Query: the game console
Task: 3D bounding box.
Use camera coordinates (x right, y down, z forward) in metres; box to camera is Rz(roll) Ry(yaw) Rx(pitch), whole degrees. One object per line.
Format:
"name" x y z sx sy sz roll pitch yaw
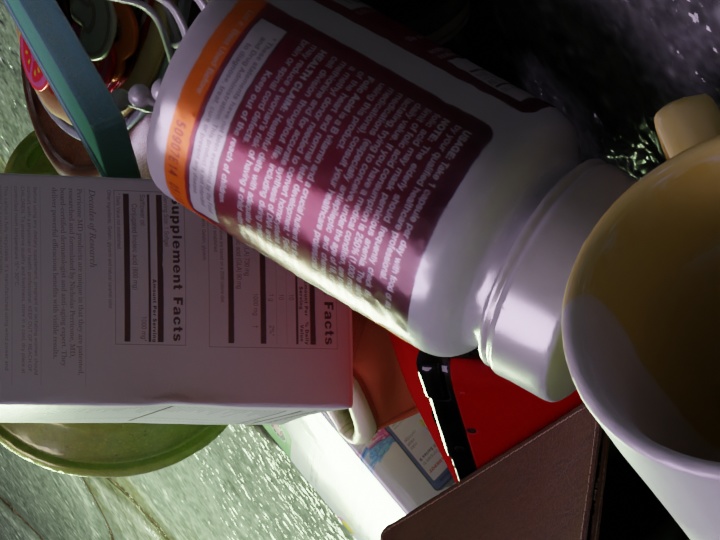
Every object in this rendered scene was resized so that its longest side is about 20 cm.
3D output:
"game console" 0.081 0.050 1.144 0.171 0.119 0.200 1 147 14

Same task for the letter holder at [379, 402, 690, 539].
"letter holder" 0.086 0.163 1.068 0.100 0.143 0.200 24 147 -19

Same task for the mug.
"mug" 0.170 0.035 0.913 0.149 0.187 0.153 4 146 25

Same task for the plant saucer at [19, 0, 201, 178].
"plant saucer" -0.140 -0.128 1.343 0.200 0.032 0.202 1 92 56

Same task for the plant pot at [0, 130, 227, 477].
"plant pot" -0.168 0.002 1.614 0.200 0.200 0.185 44 149 29

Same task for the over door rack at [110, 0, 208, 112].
"over door rack" -0.109 -0.173 1.145 0.148 0.066 0.201 -168 72 -75

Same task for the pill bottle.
"pill bottle" 0.020 -0.036 1.017 0.199 0.114 0.114 31 155 20

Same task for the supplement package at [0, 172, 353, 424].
"supplement package" -0.114 0.017 1.192 0.114 0.199 0.110 160 110 -68

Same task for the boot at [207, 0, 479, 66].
"boot" 0.006 -0.084 1.169 0.200 0.073 0.151 19 142 52

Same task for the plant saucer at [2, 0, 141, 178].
"plant saucer" -0.161 -0.122 1.250 0.200 0.019 0.070 57 167 32

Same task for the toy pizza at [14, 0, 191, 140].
"toy pizza" -0.148 -0.168 1.296 0.200 0.032 0.202 3 94 56

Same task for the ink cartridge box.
"ink cartridge box" 0.027 0.110 1.438 0.200 0.087 0.145 51 163 15

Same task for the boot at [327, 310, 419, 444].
"boot" 0.000 0.000 1.278 0.075 0.107 0.201 34 151 53
